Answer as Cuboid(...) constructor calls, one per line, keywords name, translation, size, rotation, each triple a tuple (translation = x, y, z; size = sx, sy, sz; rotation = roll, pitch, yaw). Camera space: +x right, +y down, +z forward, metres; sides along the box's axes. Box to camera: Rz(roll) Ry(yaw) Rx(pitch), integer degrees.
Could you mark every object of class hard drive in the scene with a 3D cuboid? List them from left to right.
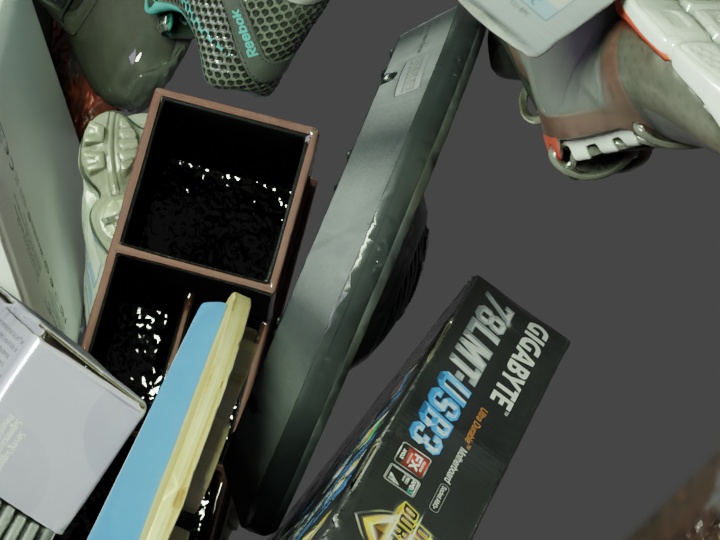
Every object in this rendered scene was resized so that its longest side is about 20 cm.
Cuboid(name="hard drive", translation=(-0.144, -0.033, 1.149), size=(0.200, 0.027, 0.132), rotation=(-90, -14, -65))

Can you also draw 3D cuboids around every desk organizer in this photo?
Cuboid(name="desk organizer", translation=(-0.073, 0.038, 1.062), size=(0.077, 0.072, 0.200), rotation=(107, 178, -75))

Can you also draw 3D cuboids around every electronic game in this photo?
Cuboid(name="electronic game", translation=(0.000, 0.000, 0.980), size=(0.200, 0.042, 0.200), rotation=(-158, 90, -89))

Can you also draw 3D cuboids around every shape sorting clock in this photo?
Cuboid(name="shape sorting clock", translation=(-0.074, 0.102, 0.915), size=(0.200, 0.039, 0.200), rotation=(-154, 90, -88))

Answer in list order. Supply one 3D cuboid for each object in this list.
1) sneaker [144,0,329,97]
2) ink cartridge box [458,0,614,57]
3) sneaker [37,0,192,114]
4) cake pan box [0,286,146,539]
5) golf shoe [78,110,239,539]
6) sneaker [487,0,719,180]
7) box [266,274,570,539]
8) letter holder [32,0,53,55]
Cuboid(name="sneaker", translation=(-0.072, -0.145, 1.177), size=(0.091, 0.078, 0.200), rotation=(-65, 35, 24))
Cuboid(name="ink cartridge box", translation=(0.111, -0.179, 0.875), size=(0.200, 0.047, 0.160), rotation=(-37, 31, 29))
Cuboid(name="sneaker", translation=(-0.135, -0.147, 1.250), size=(0.076, 0.091, 0.200), rotation=(-53, 42, 28))
Cuboid(name="cake pan box", translation=(-0.159, 0.093, 0.960), size=(0.184, 0.052, 0.200), rotation=(-57, 16, -4))
Cuboid(name="golf shoe", translation=(-0.081, 0.035, 1.153), size=(0.097, 0.078, 0.200), rotation=(120, 150, -71))
Cuboid(name="sneaker", translation=(0.098, -0.061, 0.917), size=(0.200, 0.077, 0.082), rotation=(-128, 48, -61))
Cuboid(name="box", translation=(-0.021, 0.120, 0.939), size=(0.200, 0.050, 0.199), rotation=(-53, 2, 29))
Cuboid(name="letter holder", translation=(-0.218, -0.028, 1.308), size=(0.142, 0.100, 0.200), rotation=(-34, 52, 58))
